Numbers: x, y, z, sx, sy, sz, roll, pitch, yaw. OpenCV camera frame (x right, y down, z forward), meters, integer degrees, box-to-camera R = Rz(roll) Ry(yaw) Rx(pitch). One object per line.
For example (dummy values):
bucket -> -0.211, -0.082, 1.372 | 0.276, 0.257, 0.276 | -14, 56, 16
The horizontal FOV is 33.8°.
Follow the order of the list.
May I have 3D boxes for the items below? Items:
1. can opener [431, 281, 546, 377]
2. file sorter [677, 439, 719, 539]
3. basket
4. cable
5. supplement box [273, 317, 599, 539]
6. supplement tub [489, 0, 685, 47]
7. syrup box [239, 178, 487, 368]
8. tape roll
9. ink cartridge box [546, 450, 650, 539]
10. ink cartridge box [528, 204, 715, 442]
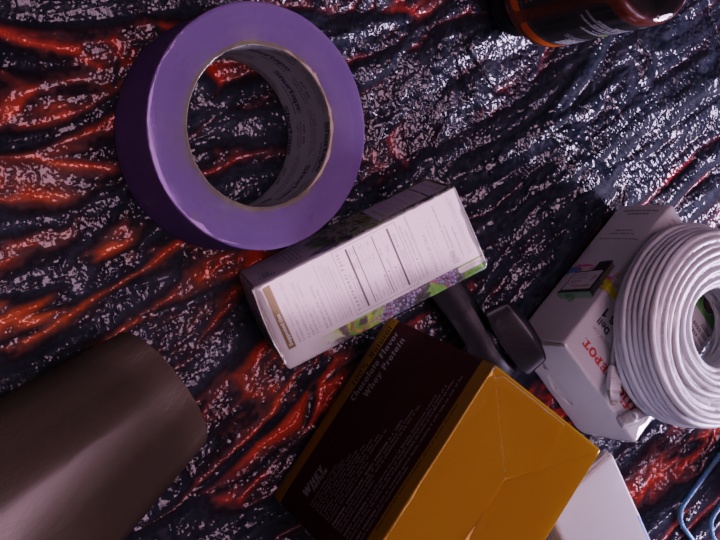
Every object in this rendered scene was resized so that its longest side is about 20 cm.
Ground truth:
can opener -> 0.094, 0.027, 1.134 | 0.078, 0.063, 0.201 | -39, 101, 5
file sorter -> 0.466, 0.283, 1.275 | 0.123, 0.199, 0.139 | -48, 112, -18
basket -> -0.225, 0.153, 0.907 | 0.199, 0.135, 0.182 | -38, 104, -28
cable -> 0.334, 0.054, 1.168 | 0.197, 0.069, 0.204 | -1, 92, -30
supplement box -> 0.058, 0.174, 1.015 | 0.132, 0.200, 0.199 | 37, 83, -24
supplement tub -> 0.205, -0.269, 1.108 | 0.106, 0.199, 0.109 | -1, 92, -31
syrup box -> 0.000, 0.000, 1.034 | 0.198, 0.079, 0.082 | -28, 105, -9
tape roll -> -0.101, -0.118, 0.999 | 0.197, 0.085, 0.204 | -1, 92, -29
ink cartridge box -> 0.168, 0.232, 1.097 | 0.083, 0.199, 0.146 | -35, 108, -22
ink cartridge box -> 0.275, 0.054, 1.222 | 0.200, 0.084, 0.145 | -48, 113, -20
